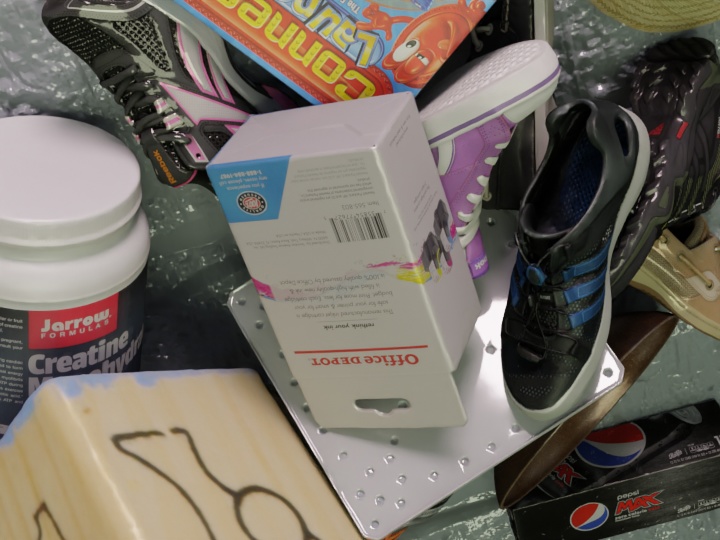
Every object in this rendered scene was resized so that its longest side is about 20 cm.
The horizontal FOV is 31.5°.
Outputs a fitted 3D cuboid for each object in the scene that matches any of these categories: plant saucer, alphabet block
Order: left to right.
[{"bbox_3d":[-0.129,0.200,0.813,0.195,0.200,0.197,2,134,-50],"label":"alphabet block"},{"bbox_3d":[0.164,0.098,0.978,0.200,0.037,0.201,-43,163,-17],"label":"plant saucer"}]

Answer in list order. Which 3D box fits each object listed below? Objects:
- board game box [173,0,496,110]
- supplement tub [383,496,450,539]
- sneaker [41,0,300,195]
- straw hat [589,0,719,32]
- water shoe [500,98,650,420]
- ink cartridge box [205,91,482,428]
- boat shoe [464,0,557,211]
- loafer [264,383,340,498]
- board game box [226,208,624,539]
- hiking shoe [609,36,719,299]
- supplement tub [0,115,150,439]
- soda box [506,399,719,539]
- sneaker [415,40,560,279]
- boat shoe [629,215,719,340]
[{"bbox_3d":[-0.009,-0.207,0.737,0.199,0.056,0.196,34,114,-15],"label":"board game box"},{"bbox_3d":[0.041,0.106,0.964,0.122,0.123,0.201,19,120,-23],"label":"supplement tub"},{"bbox_3d":[-0.111,-0.099,0.788,0.199,0.087,0.080,34,149,-29],"label":"sneaker"},{"bbox_3d":[0.217,-0.219,0.777,0.199,0.085,0.202,-5,127,-6],"label":"straw hat"},{"bbox_3d":[0.115,-0.008,0.782,0.079,0.071,0.202,7,98,-51],"label":"water shoe"},{"bbox_3d":[0.000,0.000,0.785,0.114,0.068,0.201,-4,123,27],"label":"ink cartridge box"},{"bbox_3d":[0.097,-0.132,0.825,0.060,0.074,0.201,0,117,14],"label":"boat shoe"},{"bbox_3d":[-0.050,0.128,0.921,0.068,0.199,0.076,7,92,-39],"label":"loafer"},{"bbox_3d":[0.041,0.047,0.860,0.199,0.201,0.026,-32,158,-4],"label":"board game box"},{"bbox_3d":[0.205,-0.053,0.857,0.101,0.076,0.201,39,74,-36],"label":"hiking shoe"},{"bbox_3d":[-0.211,0.016,0.840,0.139,0.141,0.201,2,126,-12],"label":"supplement tub"},{"bbox_3d":[0.221,0.178,1.087,0.199,0.064,0.071,-15,127,0],"label":"soda box"},{"bbox_3d":[0.067,-0.058,0.801,0.200,0.073,0.114,-31,106,41],"label":"sneaker"},{"bbox_3d":[0.240,-0.007,0.947,0.199,0.071,0.065,27,110,-27],"label":"boat shoe"}]
